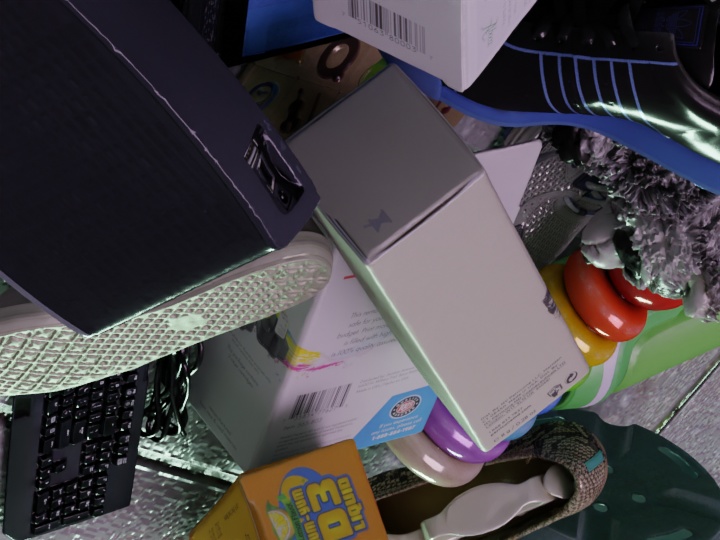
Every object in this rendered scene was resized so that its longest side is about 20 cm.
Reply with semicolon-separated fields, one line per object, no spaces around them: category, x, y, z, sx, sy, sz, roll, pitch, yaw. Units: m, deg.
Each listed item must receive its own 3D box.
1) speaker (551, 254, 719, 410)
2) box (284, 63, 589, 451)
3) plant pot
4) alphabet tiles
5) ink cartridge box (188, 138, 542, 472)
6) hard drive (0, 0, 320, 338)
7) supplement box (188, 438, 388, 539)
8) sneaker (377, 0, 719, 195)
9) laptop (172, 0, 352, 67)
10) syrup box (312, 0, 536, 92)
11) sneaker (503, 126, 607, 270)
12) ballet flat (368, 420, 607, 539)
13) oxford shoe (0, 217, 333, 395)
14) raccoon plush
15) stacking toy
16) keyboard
speaker;0.173;0.012;1.614;0.200;0.088;0.089;-21;142;-32
box;0.036;-0.002;1.305;0.068;0.082;0.200;-37;148;-3
plant pot;0.120;0.201;1.692;0.200;0.200;0.196;-12;129;-41
alphabet tiles;0.017;-0.110;1.368;0.166;0.006;0.200;13;119;-53
ink cartridge box;0.000;0.000;1.408;0.115;0.068;0.200;-13;140;-37
hard drive;-0.121;-0.058;1.119;0.135;0.042;0.200;-24;127;25
supplement box;-0.038;0.140;1.458;0.069;0.067;0.200;-18;171;-12
sneaker;0.108;-0.098;1.256;0.078;0.200;0.070;113;-7;-51
laptop;-0.017;-0.124;1.212;0.103;0.200;0.178;10;133;1
syrup box;0.065;-0.180;1.210;0.200;0.079;0.082;-51;157;-28
sneaker;0.138;-0.069;1.477;0.077;0.085;0.200;7;124;-52
ballet flat;0.040;0.137;1.573;0.200;0.068;0.075;-24;-178;18
oxford shoe;-0.110;0.007;1.292;0.200;0.058;0.075;-19;156;8
raccoon plush;0.179;-0.058;1.353;0.200;0.134;0.097;-22;-154;39
stacking toy;0.098;0.029;1.496;0.200;0.086;0.085;-38;154;27
keyboard;-0.116;0.058;1.385;0.104;0.040;0.200;-22;143;-30
